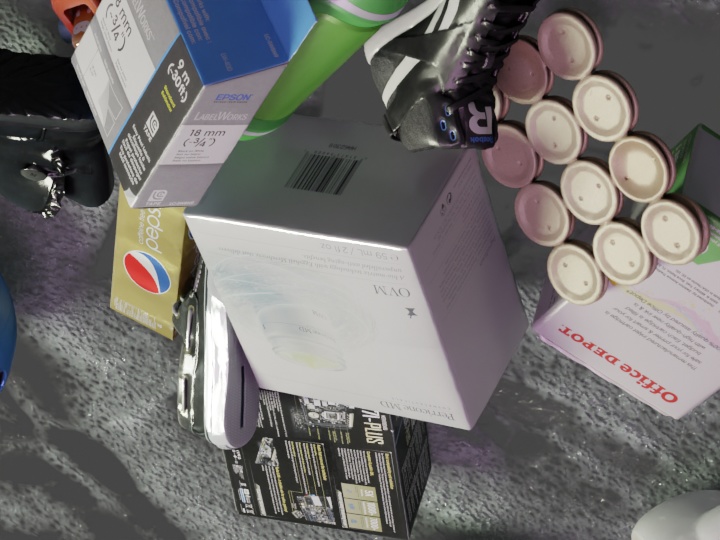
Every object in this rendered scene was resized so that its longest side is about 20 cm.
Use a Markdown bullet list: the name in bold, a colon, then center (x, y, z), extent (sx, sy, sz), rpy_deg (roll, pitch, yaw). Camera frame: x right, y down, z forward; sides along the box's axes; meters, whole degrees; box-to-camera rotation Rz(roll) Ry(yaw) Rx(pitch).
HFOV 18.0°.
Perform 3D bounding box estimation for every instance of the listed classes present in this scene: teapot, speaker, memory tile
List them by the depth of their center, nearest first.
- **speaker**: center (-0.044, -0.172, 1.619), extent (0.088, 0.089, 0.200), rpy_deg (34, 137, -16)
- **memory tile**: center (0.154, -0.079, 1.621), extent (0.153, 0.017, 0.201), rpy_deg (-27, 93, 47)
- **teapot**: center (0.328, 0.263, 1.902), extent (0.145, 0.200, 0.199), rpy_deg (-26, 93, -4)

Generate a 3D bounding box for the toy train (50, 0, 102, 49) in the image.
- **toy train**: center (-0.271, -0.194, 1.707), extent (0.199, 0.056, 0.151), rpy_deg (-9, 131, 29)

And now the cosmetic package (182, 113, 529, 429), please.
- **cosmetic package**: center (0.000, 0.000, 1.735), extent (0.198, 0.123, 0.201), rpy_deg (9, 141, 30)

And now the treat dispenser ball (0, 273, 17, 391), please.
- **treat dispenser ball**: center (-0.389, 0.052, 1.910), extent (0.199, 0.202, 0.202), rpy_deg (11, 139, 10)

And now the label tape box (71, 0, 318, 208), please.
- **label tape box**: center (-0.122, -0.162, 1.596), extent (0.063, 0.145, 0.200), rpy_deg (-2, 144, -35)

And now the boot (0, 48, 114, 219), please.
- **boot**: center (-0.285, -0.108, 1.751), extent (0.198, 0.077, 0.168), rpy_deg (7, 153, -6)

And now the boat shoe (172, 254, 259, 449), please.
- **boat shoe**: center (-0.120, 0.043, 1.812), extent (0.070, 0.072, 0.202), rpy_deg (11, 102, 28)

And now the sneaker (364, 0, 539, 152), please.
- **sneaker**: center (0.087, -0.145, 1.568), extent (0.073, 0.113, 0.200), rpy_deg (-7, 165, -37)

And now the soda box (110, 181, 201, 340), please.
- **soda box**: center (-0.153, -0.039, 1.812), extent (0.064, 0.068, 0.201), rpy_deg (27, 141, 12)

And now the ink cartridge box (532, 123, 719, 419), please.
- **ink cartridge box**: center (0.245, 0.005, 1.697), extent (0.144, 0.084, 0.200), rpy_deg (31, 138, -13)

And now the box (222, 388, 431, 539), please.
- **box**: center (-0.033, 0.126, 1.938), extent (0.162, 0.086, 0.201), rpy_deg (6, 138, 15)
